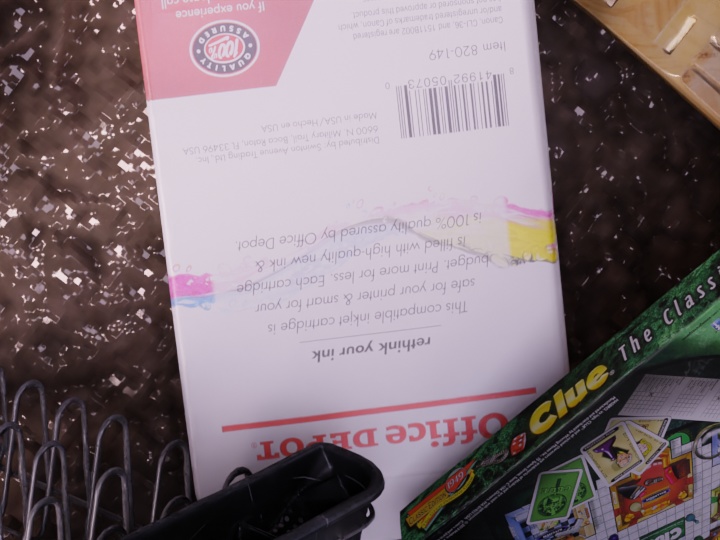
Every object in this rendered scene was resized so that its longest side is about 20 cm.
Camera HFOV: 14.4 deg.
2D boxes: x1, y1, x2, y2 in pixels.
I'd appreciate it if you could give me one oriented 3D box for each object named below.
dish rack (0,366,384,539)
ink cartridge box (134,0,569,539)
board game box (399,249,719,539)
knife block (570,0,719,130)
[{"bbox_3d":[-0.112,0.072,0.784,0.199,0.153,0.055,18,113,32],"label":"dish rack"},{"bbox_3d":[0.000,0.000,0.854,0.116,0.068,0.202,-6,100,-2],"label":"ink cartridge box"},{"bbox_3d":[0.117,0.042,0.801,0.200,0.024,0.105,-40,118,19],"label":"board game box"},{"bbox_3d":[0.161,-0.040,0.869,0.064,0.175,0.200,-50,55,4],"label":"knife block"}]
